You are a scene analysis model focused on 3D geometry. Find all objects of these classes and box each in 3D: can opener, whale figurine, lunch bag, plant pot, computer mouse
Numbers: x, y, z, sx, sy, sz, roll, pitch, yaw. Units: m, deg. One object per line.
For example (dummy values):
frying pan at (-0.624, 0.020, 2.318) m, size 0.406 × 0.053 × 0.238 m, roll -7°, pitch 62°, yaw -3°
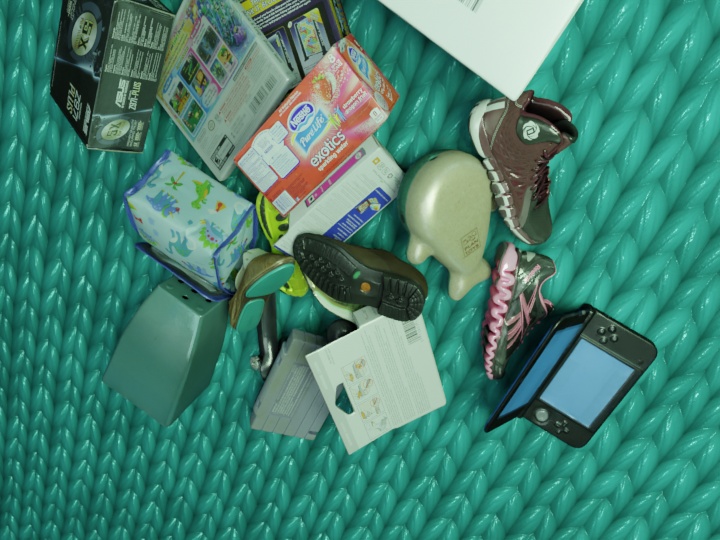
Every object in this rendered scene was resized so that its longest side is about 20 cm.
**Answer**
can opener at (-0.153, 0.094, 0.883) m, size 0.063 × 0.076 × 0.209 m, roll 15°, pitch 116°, yaw 54°
whale figurine at (0.117, -0.063, 0.715) m, size 0.157 × 0.103 × 0.204 m, roll -34°, pitch 124°, yaw -13°
lunch bag at (-0.252, -0.049, 0.813) m, size 0.167 × 0.129 × 0.201 m, roll 33°, pitch 153°, yaw 5°
plant pot at (-0.309, 0.114, 0.891) m, size 0.139 × 0.142 × 0.204 m, roll 32°, pitch 113°, yaw 3°
computer mouse at (0.002, 0.158, 0.830) m, size 0.057 × 0.034 × 0.204 m, roll -26°, pitch 120°, yaw 5°

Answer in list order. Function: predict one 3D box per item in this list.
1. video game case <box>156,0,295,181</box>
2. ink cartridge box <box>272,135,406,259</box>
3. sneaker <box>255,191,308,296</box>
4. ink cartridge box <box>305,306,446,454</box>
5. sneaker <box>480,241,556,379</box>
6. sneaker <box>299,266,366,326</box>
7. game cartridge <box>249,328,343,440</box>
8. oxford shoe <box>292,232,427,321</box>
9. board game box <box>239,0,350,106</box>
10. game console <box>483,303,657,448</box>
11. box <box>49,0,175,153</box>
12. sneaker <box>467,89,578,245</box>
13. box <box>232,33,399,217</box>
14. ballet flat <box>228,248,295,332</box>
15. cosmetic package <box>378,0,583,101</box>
video game case at (-0.197, -0.258, 0.719) m, size 0.184 × 0.024 × 0.199 m, roll 51°, pitch 127°, yaw 2°
ink cartridge box at (-0.028, -0.088, 0.733) m, size 0.199 × 0.094 × 0.038 m, roll -41°, pitch 53°, yaw 14°
sneaker at (-0.102, -0.045, 0.799) m, size 0.071 × 0.084 × 0.206 m, roll 14°, pitch 131°, yaw 18°
ink cartridge box at (0.025, 0.150, 0.776) m, size 0.171 × 0.045 × 0.205 m, roll -24°, pitch 120°, yaw -6°
sneaker at (0.222, 0.066, 0.741) m, size 0.091 × 0.080 × 0.208 m, roll 7°, pitch 113°, yaw 2°
sneaker at (-0.004, 0.028, 0.785) m, size 0.197 × 0.077 × 0.090 m, roll 35°, pitch 96°, yaw -27°
game cartridge at (-0.096, 0.192, 0.874) m, size 0.126 × 0.039 × 0.204 m, roll 19°, pitch 117°, yaw -19°
oxford shoe at (0.000, 0.000, 0.718) m, size 0.194 × 0.085 × 0.075 m, roll 26°, pitch 120°, yaw 7°
board game box at (-0.104, -0.287, 0.721) m, size 0.193 × 0.057 × 0.171 m, roll -15°, pitch 102°, yaw 23°
game console at (0.286, 0.162, 0.724) m, size 0.167 × 0.119 × 0.205 m, roll 29°, pitch 116°, yaw 6°
box at (-0.355, -0.300, 0.746) m, size 0.164 × 0.084 × 0.204 m, roll 44°, pitch 120°, yaw 29°
sneaker at (0.214, -0.120, 0.633) m, size 0.113 × 0.076 × 0.203 m, roll -7°, pitch 125°, yaw 48°
box at (-0.055, -0.178, 0.663) m, size 0.100 × 0.096 × 0.198 m, roll 44°, pitch 121°, yaw -14°
ballet flat at (-0.155, 0.016, 0.782) m, size 0.201 × 0.066 × 0.074 m, roll -52°, pitch 57°, yaw 48°
cosmetic package at (0.123, -0.298, 0.563) m, size 0.197 × 0.200 × 0.125 m, roll 36°, pitch 119°, yaw 2°
